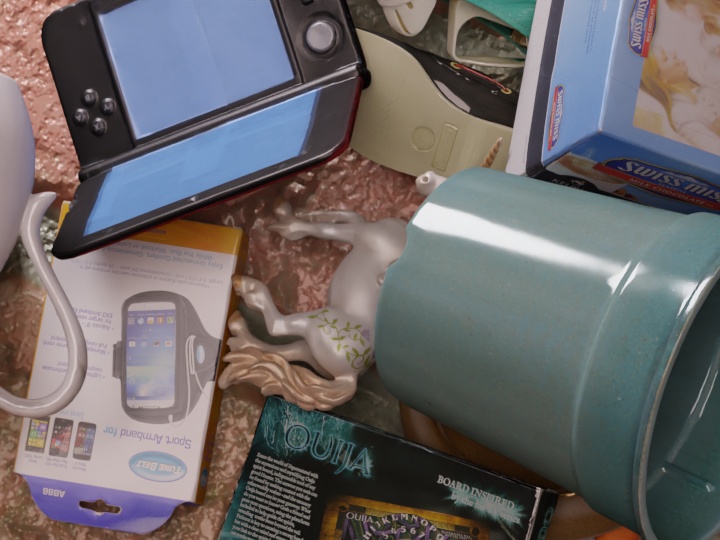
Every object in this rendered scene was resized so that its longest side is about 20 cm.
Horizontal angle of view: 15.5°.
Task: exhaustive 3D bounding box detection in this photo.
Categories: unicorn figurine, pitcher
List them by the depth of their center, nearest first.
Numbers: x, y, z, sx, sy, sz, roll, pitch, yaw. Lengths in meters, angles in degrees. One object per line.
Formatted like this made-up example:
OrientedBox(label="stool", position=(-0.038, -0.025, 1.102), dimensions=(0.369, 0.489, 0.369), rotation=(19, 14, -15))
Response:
OrientedBox(label="pitcher", position=(-0.236, -0.018, 1.562), dimensions=(0.171, 0.121, 0.200), rotation=(10, 86, -3))
OrientedBox(label="unicorn figurine", position=(0.000, 0.000, 1.636), dimensions=(0.137, 0.074, 0.200), rotation=(19, 83, 21))

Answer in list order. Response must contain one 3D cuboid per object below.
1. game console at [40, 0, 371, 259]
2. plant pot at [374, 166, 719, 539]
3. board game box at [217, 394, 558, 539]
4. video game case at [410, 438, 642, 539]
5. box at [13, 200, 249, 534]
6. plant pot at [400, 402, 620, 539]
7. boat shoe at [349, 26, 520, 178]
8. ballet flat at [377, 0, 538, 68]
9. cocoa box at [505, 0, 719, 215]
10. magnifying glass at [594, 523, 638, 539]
OrientedBox(label="game console", position=(-0.107, -0.115, 1.618), dimensions=(0.200, 0.119, 0.172), rotation=(-20, 84, 15))
OrientedBox(label="plant pot", position=(0.127, 0.039, 1.509), dimensions=(0.196, 0.200, 0.200), rotation=(20, 83, 29))
OrientedBox(label="board game box", position=(0.009, 0.165, 1.593), dimensions=(0.200, 0.028, 0.135), rotation=(18, 88, 29))
OrientedBox(label="video game case", position=(0.077, 0.183, 1.635), dimensions=(0.200, 0.023, 0.182), rotation=(-36, 80, -1))
OrientedBox(label="box", position=(-0.146, 0.064, 1.669), dimensions=(0.119, 0.041, 0.200), rotation=(9, 84, 7))
OrientedBox(label="plant pot", position=(0.118, 0.066, 1.618), dimensions=(0.200, 0.027, 0.200), rotation=(-5, 69, 14))
OrientedBox(label="boat shoe", position=(0.050, -0.096, 1.666), dimensions=(0.201, 0.063, 0.074), rotation=(29, 115, 11))
OrientedBox(label="ballet flat", position=(0.058, -0.170, 1.644), dimensions=(0.200, 0.067, 0.070), rotation=(21, 90, -20))
OrientedBox(label="cocoa box", position=(0.184, -0.136, 1.583), dimensions=(0.133, 0.131, 0.200), rotation=(18, 71, -19))
OrientedBox(label="magnifying glass", position=(0.168, 0.127, 1.616), dimensions=(0.080, 0.022, 0.200), rotation=(18, 72, 2))
